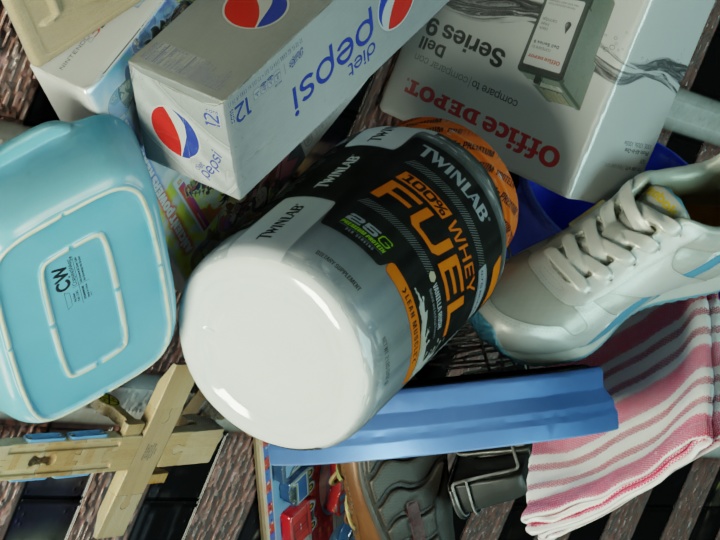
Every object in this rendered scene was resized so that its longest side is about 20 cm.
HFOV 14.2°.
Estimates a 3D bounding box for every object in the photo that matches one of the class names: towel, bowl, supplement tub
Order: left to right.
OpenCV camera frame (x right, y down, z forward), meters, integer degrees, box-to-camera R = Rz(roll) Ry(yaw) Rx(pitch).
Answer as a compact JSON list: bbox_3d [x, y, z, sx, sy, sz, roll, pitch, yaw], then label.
[{"bbox_3d":[0.000,0.000,1.556,0.200,0.122,0.123,-44,148,-49],"label":"supplement tub"},{"bbox_3d":[0.046,0.081,1.642,0.201,0.200,0.039,-4,88,-59],"label":"bowl"},{"bbox_3d":[0.155,0.055,1.730,0.030,0.146,0.200,34,40,-30],"label":"towel"}]

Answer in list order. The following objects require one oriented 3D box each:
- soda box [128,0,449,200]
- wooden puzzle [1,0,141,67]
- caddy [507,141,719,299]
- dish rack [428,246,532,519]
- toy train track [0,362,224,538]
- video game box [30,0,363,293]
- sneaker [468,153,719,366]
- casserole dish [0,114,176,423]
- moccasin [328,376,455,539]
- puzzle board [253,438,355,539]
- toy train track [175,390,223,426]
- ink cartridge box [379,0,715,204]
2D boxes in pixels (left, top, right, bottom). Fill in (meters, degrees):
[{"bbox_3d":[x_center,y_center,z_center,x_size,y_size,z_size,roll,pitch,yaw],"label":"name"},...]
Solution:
[{"bbox_3d":[-0.028,-0.126,1.451,0.200,0.063,0.068,-46,146,-32],"label":"soda box"},{"bbox_3d":[-0.092,-0.182,1.318,0.185,0.046,0.200,-33,170,-7],"label":"wooden puzzle"},{"bbox_3d":[0.185,-0.014,1.879,0.141,0.200,0.105,-33,157,-43],"label":"caddy"},{"bbox_3d":[0.073,0.035,1.799,0.153,0.054,0.200,-70,146,-64],"label":"dish rack"},{"bbox_3d":[-0.152,0.092,1.561,0.200,0.033,0.115,-1,122,-53],"label":"toy train track"},{"bbox_3d":[-0.074,-0.109,1.503,0.182,0.047,0.200,-55,151,-20],"label":"video game box"},{"bbox_3d":[0.146,-0.012,1.652,0.200,0.077,0.081,-24,147,-28],"label":"sneaker"},{"bbox_3d":[-0.146,0.007,1.442,0.121,0.039,0.200,-30,145,-18],"label":"casserole dish"},{"bbox_3d":[0.020,0.141,1.815,0.074,0.078,0.202,-32,122,-23],"label":"moccasin"},{"bbox_3d":[-0.011,0.129,1.844,0.151,0.017,0.200,-42,146,-35],"label":"puzzle board"},{"bbox_3d":[-0.040,0.027,1.674,0.200,0.033,0.115,-55,152,-17],"label":"toy train track"},{"bbox_3d":[0.119,-0.154,1.686,0.084,0.146,0.200,4,110,-59],"label":"ink cartridge box"}]
